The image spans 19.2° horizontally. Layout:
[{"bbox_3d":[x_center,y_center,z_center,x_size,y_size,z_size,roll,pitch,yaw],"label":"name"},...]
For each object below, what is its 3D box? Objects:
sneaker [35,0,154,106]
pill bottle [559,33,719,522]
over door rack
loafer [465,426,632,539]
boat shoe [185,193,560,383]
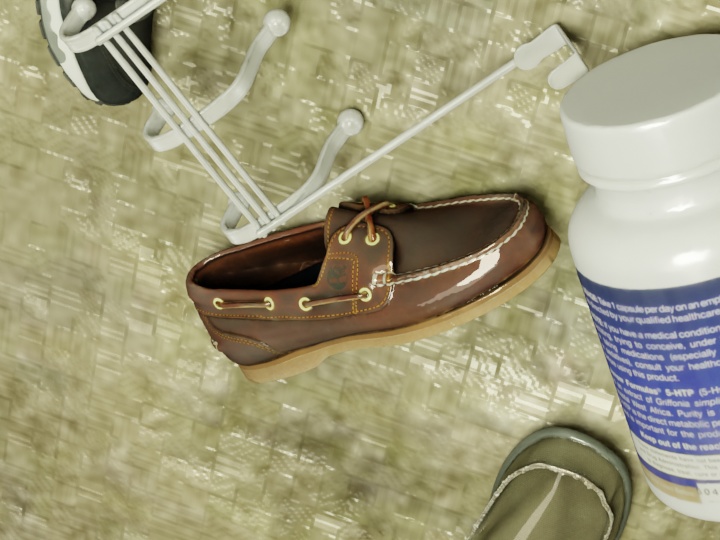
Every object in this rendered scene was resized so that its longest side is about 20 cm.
[{"bbox_3d":[-0.105,-0.168,0.992,0.087,0.076,0.200,1,121,13],"label":"sneaker"},{"bbox_3d":[0.161,0.002,0.966,0.120,0.120,0.200,-9,117,25],"label":"pill bottle"},{"bbox_3d":[-0.015,-0.112,0.982,0.200,0.067,0.148,-26,126,18],"label":"over door rack"},{"bbox_3d":[0.084,0.168,1.128,0.075,0.070,0.200,24,126,5],"label":"loafer"},{"bbox_3d":[0.000,0.000,1.055,0.200,0.070,0.070,-20,116,29],"label":"boat shoe"}]
